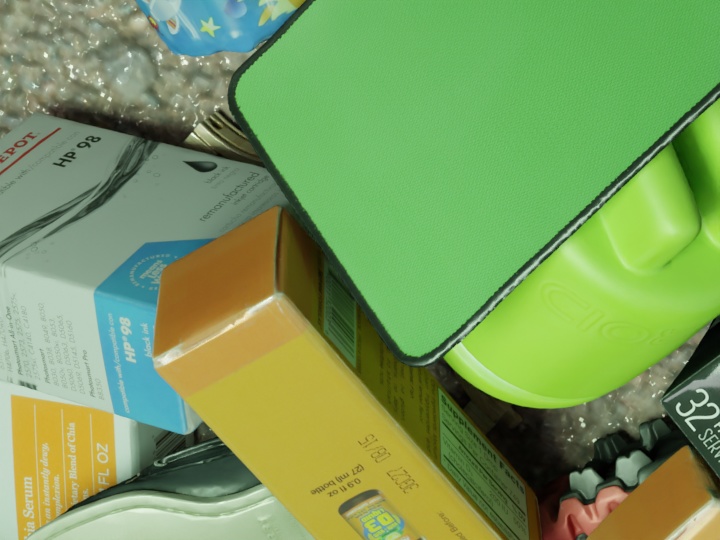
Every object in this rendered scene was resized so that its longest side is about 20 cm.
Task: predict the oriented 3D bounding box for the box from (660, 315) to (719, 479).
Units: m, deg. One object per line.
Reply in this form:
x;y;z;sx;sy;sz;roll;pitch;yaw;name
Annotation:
0.248;0.071;1.168;0.148;0.124;0.200;-39;91;26;box

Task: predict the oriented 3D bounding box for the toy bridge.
0.000;0.000;1.305;0.200;0.027;0.067;44;120;3;toy bridge

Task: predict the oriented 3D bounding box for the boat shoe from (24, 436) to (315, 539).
-0.061;0.108;1.307;0.199;0.066;0.075;-21;112;13;boat shoe

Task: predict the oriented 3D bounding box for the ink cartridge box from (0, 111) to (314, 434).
-0.129;-0.006;1.283;0.199;0.116;0.067;14;129;30;ink cartridge box

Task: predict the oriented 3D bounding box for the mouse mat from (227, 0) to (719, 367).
0.049;-0.080;1.122;0.200;0.008;0.161;-44;61;19;mouse mat

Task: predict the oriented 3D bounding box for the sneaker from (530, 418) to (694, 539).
0.077;0.142;1.303;0.200;0.071;0.098;-20;99;27;sneaker

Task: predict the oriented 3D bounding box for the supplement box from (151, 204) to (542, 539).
-0.002;0.069;1.195;0.066;0.069;0.200;-28;121;20;supplement box

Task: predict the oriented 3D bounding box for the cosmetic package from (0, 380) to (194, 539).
-0.183;0.080;1.390;0.199;0.071;0.102;8;113;21;cosmetic package

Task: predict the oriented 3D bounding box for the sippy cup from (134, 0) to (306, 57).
-0.063;-0.166;1.213;0.139;0.178;0.131;-25;112;1;sippy cup

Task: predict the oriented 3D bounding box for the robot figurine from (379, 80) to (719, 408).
0.094;-0.013;1.183;0.116;0.175;0.200;66;151;12;robot figurine

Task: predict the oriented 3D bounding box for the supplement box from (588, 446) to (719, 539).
0.189;0.169;1.225;0.200;0.067;0.069;42;100;-16;supplement box
